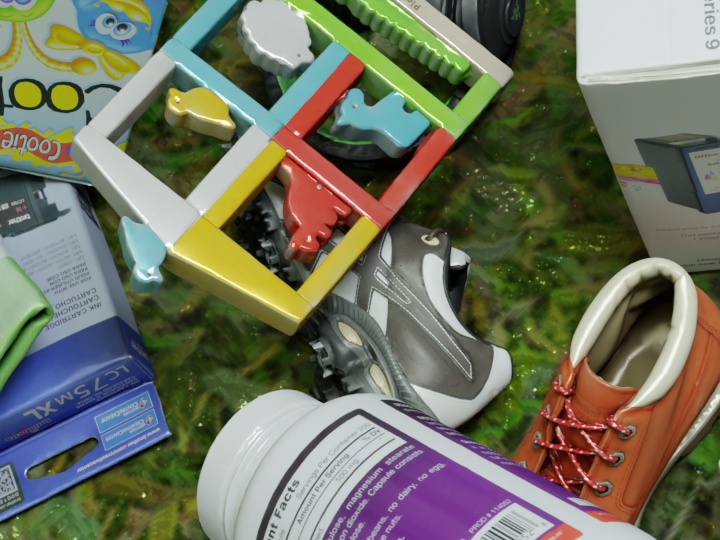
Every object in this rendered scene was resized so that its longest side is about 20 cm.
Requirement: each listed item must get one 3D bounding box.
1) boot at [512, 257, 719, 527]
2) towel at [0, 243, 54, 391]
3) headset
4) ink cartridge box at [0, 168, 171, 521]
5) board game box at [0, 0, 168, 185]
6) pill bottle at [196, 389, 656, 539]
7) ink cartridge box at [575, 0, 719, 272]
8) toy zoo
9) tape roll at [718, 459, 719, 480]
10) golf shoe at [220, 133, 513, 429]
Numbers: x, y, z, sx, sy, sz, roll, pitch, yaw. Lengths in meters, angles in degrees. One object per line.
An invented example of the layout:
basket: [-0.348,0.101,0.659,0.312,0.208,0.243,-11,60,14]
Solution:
boot: [0.094,0.085,0.955,0.075,0.107,0.200,28,79,22]
towel: [-0.246,0.017,1.082,0.200,0.031,0.149,42,105,36]
headset: [0.025,-0.149,1.082,0.123,0.094,0.200,30,89,25]
ink cartridge box: [-0.181,0.020,1.100,0.119,0.042,0.200,-26,64,4]
board game box: [-0.144,-0.147,1.046,0.103,0.200,0.105,11,52,-11]
pill bottle: [0.026,0.122,0.893,0.200,0.112,0.112,26,76,40]
ink cartridge box: [0.153,-0.104,0.965,0.087,0.200,0.145,-5,66,14]
toy zoo: [-0.039,-0.062,1.000,0.131,0.020,0.200,38,66,3]
tape roll: [0.258,0.081,0.947,0.203,0.037,0.203,-6,66,13]
golf shoe: [0.000,0.000,1.046,0.094,0.078,0.200,-23,63,-14]
